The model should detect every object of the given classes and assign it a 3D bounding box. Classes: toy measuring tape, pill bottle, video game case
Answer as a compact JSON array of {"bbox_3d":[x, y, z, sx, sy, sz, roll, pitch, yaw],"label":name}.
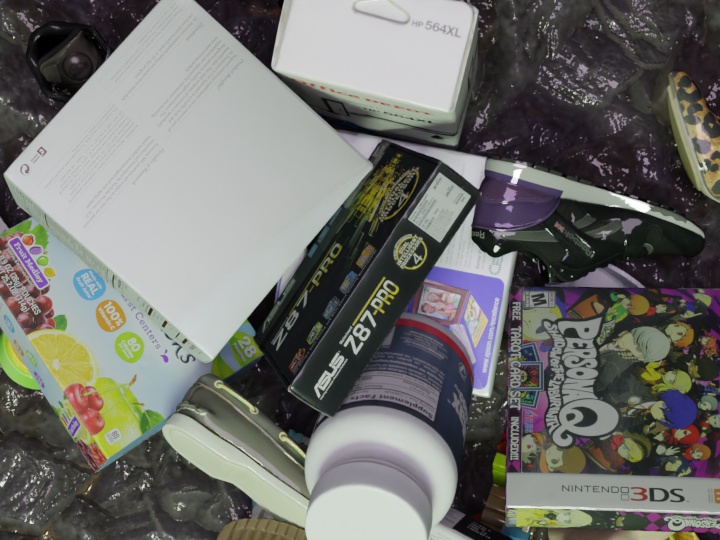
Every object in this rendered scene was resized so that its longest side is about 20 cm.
[{"bbox_3d":[-0.297,0.034,1.139,0.073,0.074,0.201,-35,87,3],"label":"toy measuring tape"},{"bbox_3d":[0.020,0.134,1.014,0.118,0.201,0.121,5,123,9],"label":"pill bottle"},{"bbox_3d":[0.201,0.102,1.017,0.178,0.036,0.202,1,54,7],"label":"video game case"}]

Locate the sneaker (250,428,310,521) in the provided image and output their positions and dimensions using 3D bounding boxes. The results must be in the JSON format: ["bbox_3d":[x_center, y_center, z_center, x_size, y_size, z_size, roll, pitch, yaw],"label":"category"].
[{"bbox_3d":[-0.068,0.241,1.111,0.085,0.078,0.202,24,90,3],"label":"sneaker"}]

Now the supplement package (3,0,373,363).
[{"bbox_3d":[-0.132,-0.066,1.019,0.200,0.147,0.192,41,79,-4],"label":"supplement package"}]

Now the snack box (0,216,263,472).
[{"bbox_3d":[-0.202,0.035,1.102,0.168,0.068,0.201,-32,86,-28],"label":"snack box"}]

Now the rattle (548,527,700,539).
[{"bbox_3d":[0.201,0.242,1.034,0.129,0.200,0.145,1,113,34],"label":"rattle"}]

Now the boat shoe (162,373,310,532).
[{"bbox_3d":[-0.061,0.160,1.055,0.201,0.072,0.061,37,60,-9],"label":"boat shoe"}]

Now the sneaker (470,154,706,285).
[{"bbox_3d":[0.183,-0.026,1.087,0.197,0.076,0.089,15,92,-10],"label":"sneaker"}]

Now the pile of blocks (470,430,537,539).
[{"bbox_3d":[0.113,0.208,1.091,0.061,0.082,0.203,16,88,16],"label":"pile of blocks"}]

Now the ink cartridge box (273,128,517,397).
[{"bbox_3d":[0.033,-0.010,1.126,0.197,0.043,0.201,11,89,4],"label":"ink cartridge box"}]

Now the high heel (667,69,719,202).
[{"bbox_3d":[0.340,-0.095,1.081,0.141,0.071,0.202,-25,102,10],"label":"high heel"}]

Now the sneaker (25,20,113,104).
[{"bbox_3d":[-0.205,-0.141,1.122,0.199,0.114,0.076,41,93,4],"label":"sneaker"}]

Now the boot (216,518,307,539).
[{"bbox_3d":[-0.038,0.298,1.063,0.198,0.073,0.168,27,135,13],"label":"boot"}]

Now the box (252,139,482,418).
[{"bbox_3d":[0.000,0.000,1.028,0.049,0.161,0.201,33,92,-16],"label":"box"}]

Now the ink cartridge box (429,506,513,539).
[{"bbox_3d":[0.058,0.285,1.081,0.094,0.037,0.203,23,116,25],"label":"ink cartridge box"}]

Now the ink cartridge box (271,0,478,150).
[{"bbox_3d":[0.017,-0.164,1.056,0.144,0.200,0.086,14,89,6],"label":"ink cartridge box"}]

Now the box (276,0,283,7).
[{"bbox_3d":[-0.032,-0.340,1.069,0.115,0.197,0.204,-4,87,5],"label":"box"}]

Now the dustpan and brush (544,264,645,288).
[{"bbox_3d":[0.235,0.078,1.094,0.197,0.057,0.142,20,89,6],"label":"dustpan and brush"}]
